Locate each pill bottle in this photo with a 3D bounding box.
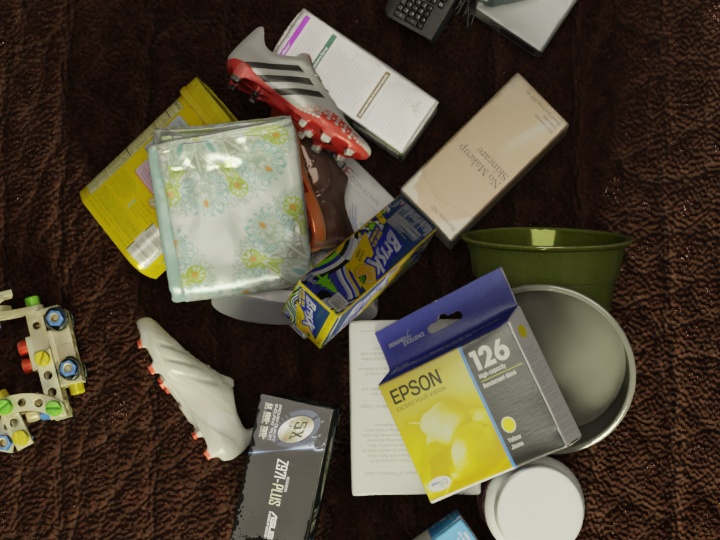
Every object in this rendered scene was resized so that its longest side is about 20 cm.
[{"bbox_3d":[0.194,0.265,1.676,0.113,0.200,0.116,0,86,1],"label":"pill bottle"}]

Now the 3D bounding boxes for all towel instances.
[{"bbox_3d":[-0.146,-0.070,1.675,0.169,0.048,0.202,-7,102,1],"label":"towel"}]

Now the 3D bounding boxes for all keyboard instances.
[{"bbox_3d":[0.117,-0.372,1.763,0.103,0.040,0.201,29,88,4],"label":"keyboard"}]

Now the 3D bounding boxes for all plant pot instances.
[{"bbox_3d":[0.213,0.054,1.712,0.197,0.200,0.192,1,97,1],"label":"plant pot"}]

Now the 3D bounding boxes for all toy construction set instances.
[{"bbox_3d":[-0.399,0.108,1.755,0.130,0.092,0.202,-16,97,0],"label":"toy construction set"}]

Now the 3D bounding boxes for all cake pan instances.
[{"bbox_3d":[0.205,0.105,1.626,0.198,0.037,0.203,5,110,14],"label":"cake pan"}]

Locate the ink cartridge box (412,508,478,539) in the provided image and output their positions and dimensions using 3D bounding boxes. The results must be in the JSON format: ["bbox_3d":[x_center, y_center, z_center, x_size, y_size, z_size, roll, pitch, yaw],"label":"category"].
[{"bbox_3d":[0.074,0.395,1.696,0.199,0.145,0.148,-35,86,-2],"label":"ink cartridge box"}]

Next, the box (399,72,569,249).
[{"bbox_3d":[0.146,-0.129,1.765,0.095,0.078,0.200,44,86,5],"label":"box"}]

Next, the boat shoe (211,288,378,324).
[{"bbox_3d":[-0.077,0.019,1.748,0.197,0.071,0.071,0,61,3],"label":"boat shoe"}]

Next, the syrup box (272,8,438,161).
[{"bbox_3d":[-0.008,-0.222,1.774,0.199,0.079,0.082,36,88,3],"label":"syrup box"}]

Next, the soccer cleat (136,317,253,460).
[{"bbox_3d":[-0.196,0.133,1.761,0.077,0.069,0.201,-33,93,-7],"label":"soccer cleat"}]

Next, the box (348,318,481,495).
[{"bbox_3d":[0.062,0.160,1.732,0.150,0.106,0.203,0,85,0],"label":"box"}]

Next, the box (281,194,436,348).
[{"bbox_3d":[0.000,0.000,1.688,0.064,0.070,0.200,42,50,10],"label":"box"}]

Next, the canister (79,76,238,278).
[{"bbox_3d":[-0.219,-0.108,1.750,0.200,0.087,0.149,-42,73,4],"label":"canister"}]

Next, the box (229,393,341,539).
[{"bbox_3d":[-0.081,0.228,1.682,0.085,0.200,0.166,11,85,3],"label":"box"}]

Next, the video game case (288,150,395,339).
[{"bbox_3d":[-0.064,-0.051,1.791,0.182,0.022,0.200,44,88,3],"label":"video game case"}]

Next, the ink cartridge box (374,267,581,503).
[{"bbox_3d":[0.115,0.128,1.607,0.197,0.047,0.202,-29,86,37],"label":"ink cartridge box"}]

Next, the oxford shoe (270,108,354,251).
[{"bbox_3d":[-0.059,-0.120,1.764,0.072,0.071,0.202,-7,78,-31],"label":"oxford shoe"}]

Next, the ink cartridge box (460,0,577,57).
[{"bbox_3d":[0.185,-0.388,1.804,0.199,0.044,0.174,34,88,3],"label":"ink cartridge box"}]

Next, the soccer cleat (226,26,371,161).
[{"bbox_3d":[-0.063,-0.202,1.706,0.199,0.069,0.086,33,74,-6],"label":"soccer cleat"}]
